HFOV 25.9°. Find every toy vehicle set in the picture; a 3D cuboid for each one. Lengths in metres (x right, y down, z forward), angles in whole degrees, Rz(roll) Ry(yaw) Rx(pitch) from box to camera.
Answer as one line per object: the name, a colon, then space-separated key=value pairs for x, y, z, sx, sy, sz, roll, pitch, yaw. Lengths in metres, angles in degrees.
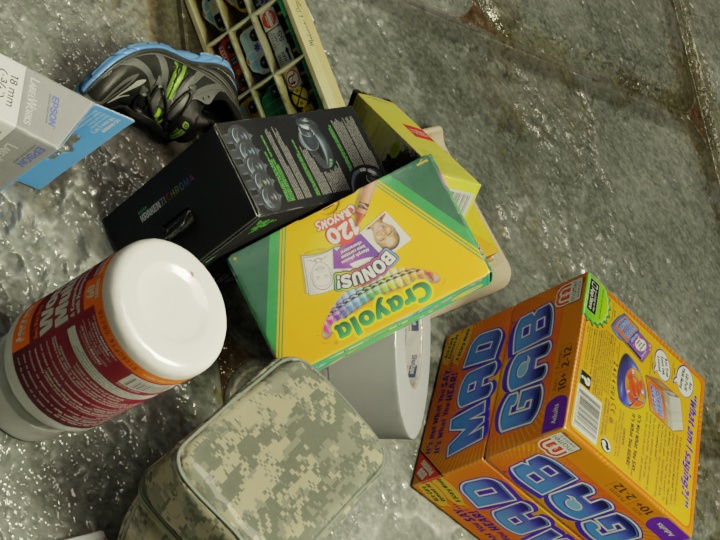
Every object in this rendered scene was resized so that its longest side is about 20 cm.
toy vehicle set: x=-0.096 y=-0.217 z=1.544 sx=0.026 sy=0.124 sz=0.200 roll=-12 pitch=77 yaw=-50

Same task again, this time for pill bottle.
pill bottle: x=-0.204 y=0.060 z=1.205 sx=0.109 sy=0.200 sz=0.110 roll=25 pitch=52 yaw=-37

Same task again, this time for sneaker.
sneaker: x=-0.182 y=-0.162 z=1.460 sx=0.199 sy=0.071 sz=0.083 roll=-3 pitch=65 yaw=-52

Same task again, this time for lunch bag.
lunch bag: x=-0.098 y=0.186 z=1.278 sx=0.139 sy=0.168 sz=0.200 roll=48 pitch=41 yaw=0

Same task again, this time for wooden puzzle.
wooden puzzle: x=0.081 y=-0.058 z=1.718 sx=0.185 sy=0.037 sz=0.200 roll=-19 pitch=84 yaw=-51

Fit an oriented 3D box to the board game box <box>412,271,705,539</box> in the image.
board game box: x=0.207 y=0.165 z=1.598 sx=0.200 sy=0.200 sz=0.200 roll=40 pitch=44 yaw=-25

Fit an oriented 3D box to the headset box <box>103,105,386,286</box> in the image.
headset box: x=-0.104 y=-0.059 z=1.401 sx=0.200 sy=0.174 sz=0.093 roll=-14 pitch=74 yaw=-51

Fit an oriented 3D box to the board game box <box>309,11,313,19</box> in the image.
board game box: x=-0.120 y=-0.327 z=1.662 sx=0.095 sy=0.030 sz=0.200 roll=-24 pitch=90 yaw=-51

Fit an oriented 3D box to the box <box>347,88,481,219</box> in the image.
box: x=0.038 y=-0.098 z=1.491 sx=0.050 sy=0.075 sz=0.200 roll=11 pitch=22 yaw=-31

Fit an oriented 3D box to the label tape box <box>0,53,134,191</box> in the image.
label tape box: x=-0.301 y=-0.105 z=1.237 sx=0.200 sy=0.144 sz=0.063 roll=26 pitch=51 yaw=-36

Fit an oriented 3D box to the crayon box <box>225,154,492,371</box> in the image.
crayon box: x=0.000 y=0.000 z=1.356 sx=0.119 sy=0.200 sz=0.058 roll=63 pitch=0 yaw=10

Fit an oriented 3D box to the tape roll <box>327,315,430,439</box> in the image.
tape roll: x=0.020 y=0.059 z=1.478 sx=0.200 sy=0.066 sz=0.201 roll=0 pitch=90 yaw=-79

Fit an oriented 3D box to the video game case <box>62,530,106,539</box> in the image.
video game case: x=-0.224 y=0.308 z=1.186 sx=0.143 sy=0.018 sz=0.201 roll=-6 pitch=74 yaw=-50
